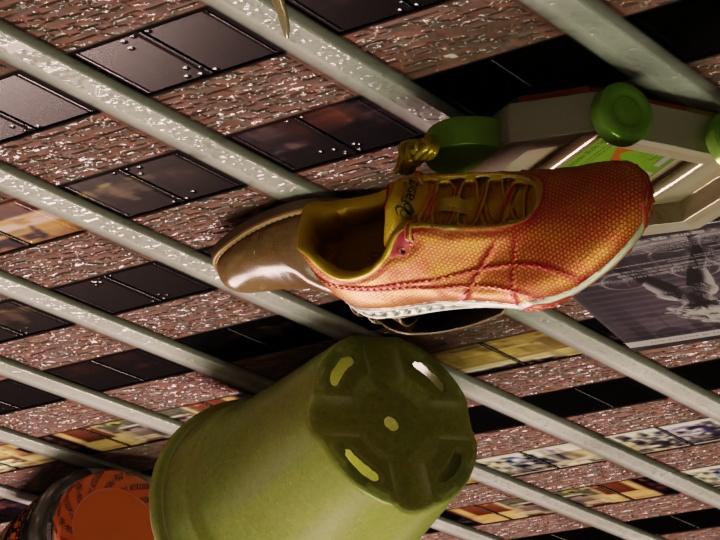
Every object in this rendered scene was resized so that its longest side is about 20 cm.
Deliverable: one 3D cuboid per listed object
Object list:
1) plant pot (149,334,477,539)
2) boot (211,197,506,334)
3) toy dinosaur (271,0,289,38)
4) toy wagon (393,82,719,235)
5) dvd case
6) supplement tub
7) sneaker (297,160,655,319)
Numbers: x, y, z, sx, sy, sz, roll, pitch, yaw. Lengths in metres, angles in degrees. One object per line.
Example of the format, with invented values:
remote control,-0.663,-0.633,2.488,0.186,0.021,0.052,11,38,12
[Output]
plant pot,-0.019,0.141,1.561,0.200,0.201,0.184,11,145,-27
boot,0.000,0.000,1.308,0.199,0.076,0.074,-8,160,25
toy dinosaur,-0.093,-0.162,0.927,0.200,0.058,0.101,20,168,-25
toy wagon,0.113,-0.058,1.198,0.199,0.040,0.155,10,157,-22
dvd case,0.206,0.005,1.398,0.148,0.016,0.200,-10,156,24
supplement tub,-0.233,0.237,1.884,0.122,0.123,0.200,9,158,-21
sneaker,0.055,-0.019,1.153,0.199,0.073,0.077,-14,145,29
